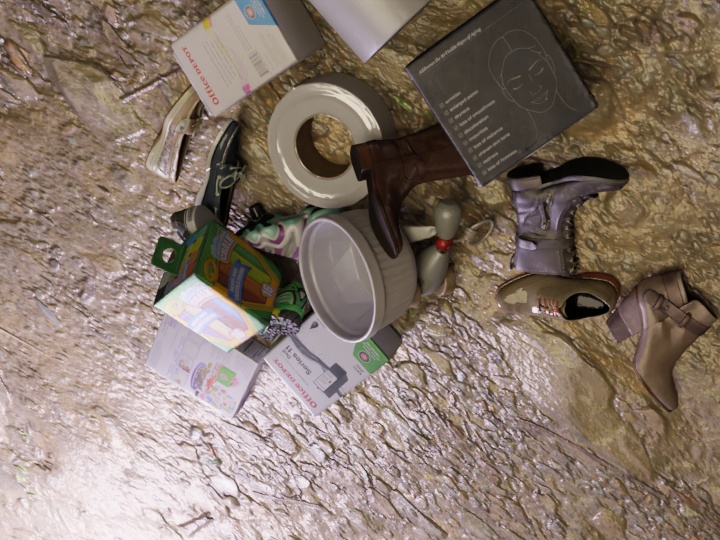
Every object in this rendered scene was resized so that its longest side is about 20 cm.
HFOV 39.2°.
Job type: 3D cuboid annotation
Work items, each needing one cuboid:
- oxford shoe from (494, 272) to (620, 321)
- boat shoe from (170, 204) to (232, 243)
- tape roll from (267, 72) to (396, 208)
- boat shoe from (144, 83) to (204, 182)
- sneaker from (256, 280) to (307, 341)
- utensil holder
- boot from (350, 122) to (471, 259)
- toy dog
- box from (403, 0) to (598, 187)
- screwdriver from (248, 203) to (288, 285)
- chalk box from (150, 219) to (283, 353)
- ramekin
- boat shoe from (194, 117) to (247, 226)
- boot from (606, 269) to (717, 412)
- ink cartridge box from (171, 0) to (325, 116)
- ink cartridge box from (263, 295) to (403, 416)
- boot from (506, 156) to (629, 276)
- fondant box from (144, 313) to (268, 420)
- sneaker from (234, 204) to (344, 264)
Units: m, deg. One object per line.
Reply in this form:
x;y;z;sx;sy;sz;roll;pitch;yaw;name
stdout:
0.299;0.043;1.569;0.196;0.075;0.072;-7;111;24;oxford shoe
-0.248;-0.037;1.723;0.063;0.072;0.201;-9;136;30;boat shoe
-0.046;-0.205;1.596;0.199;0.071;0.206;9;116;18;tape roll
-0.295;-0.233;1.684;0.062;0.074;0.201;34;131;-4;boat shoe
-0.149;0.067;1.740;0.078;0.086;0.198;38;153;-28;sneaker
-0.002;-0.423;1.430;0.169;0.170;0.200;-38;99;30;utensil holder
0.102;-0.128;1.504;0.064;0.196;0.190;136;118;-70;boot
0.108;-0.039;1.599;0.097;0.130;0.202;51;121;36;toy dog
0.194;-0.261;1.420;0.198;0.124;0.198;-33;100;10;box
-0.144;-0.022;1.743;0.027;0.029;0.203;-15;110;25;screwdriver
-0.243;0.015;1.628;0.199;0.126;0.123;37;132;-27;chalk box
0.000;0.000;1.578;0.199;0.104;0.204;30;130;43;ramekin
-0.226;-0.158;1.683;0.061;0.075;0.202;28;121;9;boat shoe
0.474;0.103;1.534;0.145;0.070;0.201;-34;98;27;boot
-0.180;-0.342;1.554;0.198;0.125;0.130;-26;102;28;ink cartridge box
-0.049;0.135;1.739;0.147;0.083;0.199;48;121;-4;ink cartridge box
0.313;-0.074;1.528;0.196;0.069;0.177;0;118;25;boot
-0.282;0.158;1.855;0.198;0.058;0.146;32;120;6;fondant box
-0.107;-0.027;1.684;0.196;0.078;0.142;-13;112;14;sneaker
